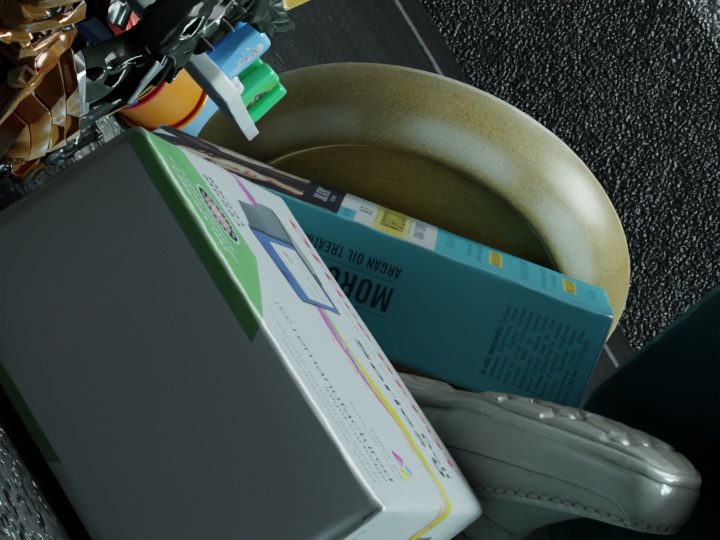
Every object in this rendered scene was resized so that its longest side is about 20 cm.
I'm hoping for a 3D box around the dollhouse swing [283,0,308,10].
[{"bbox_3d":[-0.113,-0.208,1.416,0.182,0.176,0.200,-36,107,-63],"label":"dollhouse swing"}]

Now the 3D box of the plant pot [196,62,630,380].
[{"bbox_3d":[0.015,-0.004,1.254,0.200,0.200,0.027,52,38,-30],"label":"plant pot"}]

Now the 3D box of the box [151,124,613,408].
[{"bbox_3d":[0.000,0.000,1.179,0.200,0.049,0.082,21,8,-1],"label":"box"}]

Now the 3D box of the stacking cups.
[{"bbox_3d":[-0.087,-0.088,1.383,0.061,0.060,0.200,59,9,23],"label":"stacking cups"}]

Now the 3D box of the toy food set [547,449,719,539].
[{"bbox_3d":[0.136,0.167,1.217,0.049,0.198,0.200,-4,-76,54],"label":"toy food set"}]

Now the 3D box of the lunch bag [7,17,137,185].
[{"bbox_3d":[-0.164,-0.126,0.999,0.160,0.076,0.200,58,6,32],"label":"lunch bag"}]

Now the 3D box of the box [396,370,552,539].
[{"bbox_3d":[0.060,0.125,1.239,0.082,0.068,0.200,12,-27,43],"label":"box"}]

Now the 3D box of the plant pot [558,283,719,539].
[{"bbox_3d":[0.197,0.114,1.122,0.200,0.141,0.141,26,52,-16],"label":"plant pot"}]

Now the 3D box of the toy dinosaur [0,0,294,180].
[{"bbox_3d":[-0.091,-0.068,0.858,0.102,0.136,0.200,53,-25,-22],"label":"toy dinosaur"}]

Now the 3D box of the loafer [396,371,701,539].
[{"bbox_3d":[0.043,0.079,1.097,0.070,0.070,0.200,13,-2,-43],"label":"loafer"}]

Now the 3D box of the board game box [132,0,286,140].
[{"bbox_3d":[-0.100,-0.134,1.028,0.200,0.026,0.200,48,-1,1],"label":"board game box"}]

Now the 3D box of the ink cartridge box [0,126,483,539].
[{"bbox_3d":[-0.044,0.043,0.974,0.145,0.087,0.200,57,5,11],"label":"ink cartridge box"}]
